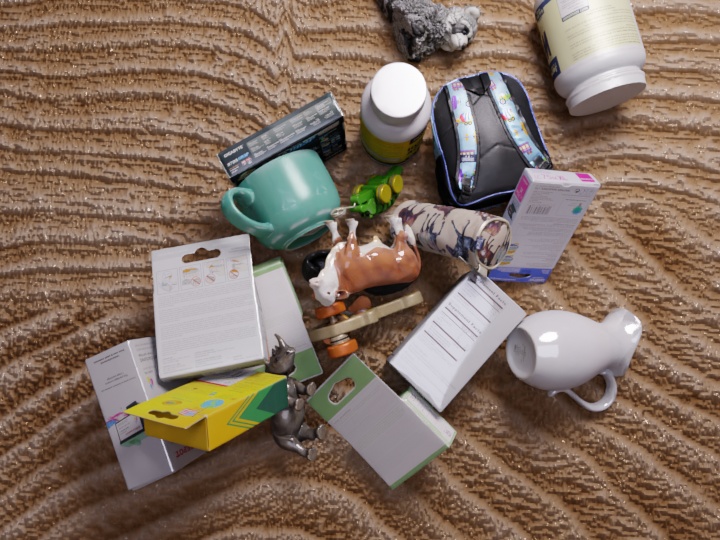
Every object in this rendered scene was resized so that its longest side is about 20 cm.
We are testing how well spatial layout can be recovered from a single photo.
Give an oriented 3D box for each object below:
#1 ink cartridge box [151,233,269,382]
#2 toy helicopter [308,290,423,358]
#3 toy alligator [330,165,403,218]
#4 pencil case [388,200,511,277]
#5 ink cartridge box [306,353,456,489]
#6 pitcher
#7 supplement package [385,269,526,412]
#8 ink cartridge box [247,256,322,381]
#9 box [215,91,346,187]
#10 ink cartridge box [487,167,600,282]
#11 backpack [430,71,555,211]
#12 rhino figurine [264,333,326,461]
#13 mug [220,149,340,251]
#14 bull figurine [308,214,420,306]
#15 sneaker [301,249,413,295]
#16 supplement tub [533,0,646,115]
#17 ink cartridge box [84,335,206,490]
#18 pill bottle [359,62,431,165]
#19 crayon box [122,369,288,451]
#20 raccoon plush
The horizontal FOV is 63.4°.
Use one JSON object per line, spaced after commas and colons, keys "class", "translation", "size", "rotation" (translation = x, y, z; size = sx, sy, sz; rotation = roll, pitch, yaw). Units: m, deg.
{"class": "ink cartridge box", "translation": [-0.233, 0.057, 0.894], "size": [0.160, 0.050, 0.202], "rotation": [-10, 70, -1]}
{"class": "toy helicopter", "translation": [0.009, 0.075, 0.939], "size": [0.198, 0.132, 0.080], "rotation": [-18, 88, -20]}
{"class": "toy alligator", "translation": [0.017, -0.111, 0.952], "size": [0.059, 0.200, 0.055], "rotation": [6, 124, 36]}
{"class": "pencil case", "translation": [0.133, -0.056, 0.916], "size": [0.199, 0.078, 0.090], "rotation": [19, 68, 46]}
{"class": "ink cartridge box", "translation": [0.030, 0.229, 0.914], "size": [0.200, 0.048, 0.146], "rotation": [45, 122, 5]}
{"class": "pitcher", "translation": [0.333, 0.147, 0.921], "size": [0.198, 0.121, 0.174], "rotation": [-1, 99, -21]}
{"class": "supplement package", "translation": [0.147, 0.108, 0.929], "size": [0.109, 0.114, 0.200], "rotation": [43, 85, 4]}
{"class": "ink cartridge box", "translation": [-0.161, 0.098, 0.959], "size": [0.144, 0.048, 0.202], "rotation": [-21, 105, -2]}
{"class": "box", "translation": [-0.118, -0.191, 0.937], "size": [0.199, 0.159, 0.046], "rotation": [-30, 84, -2]}
{"class": "ink cartridge box", "translation": [0.279, -0.066, 0.926], "size": [0.118, 0.201, 0.042], "rotation": [2, 40, -16]}
{"class": "backpack", "translation": [0.198, -0.208, 0.950], "size": [0.181, 0.135, 0.202], "rotation": [-16, 84, -1]}
{"class": "rhino figurine", "translation": [-0.115, 0.196, 0.914], "size": [0.087, 0.060, 0.202], "rotation": [-1, 105, 37]}
{"class": "mug", "translation": [-0.122, -0.095, 0.926], "size": [0.184, 0.152, 0.115], "rotation": [-28, 84, -15]}
{"class": "bull figurine", "translation": [0.004, -0.018, 0.877], "size": [0.198, 0.065, 0.123], "rotation": [-9, 97, -31]}
{"class": "sneaker", "translation": [0.000, 0.000, 0.952], "size": [0.197, 0.091, 0.077], "rotation": [-1, 82, -1]}
{"class": "supplement tub", "translation": [0.380, -0.376, 0.963], "size": [0.143, 0.145, 0.202], "rotation": [-14, 84, -1]}
{"class": "ink cartridge box", "translation": [-0.317, 0.209, 0.898], "size": [0.083, 0.145, 0.202], "rotation": [-22, 85, 9]}
{"class": "pill bottle", "translation": [0.053, -0.245, 0.921], "size": [0.110, 0.200, 0.113], "rotation": [0, 84, 1]}
{"class": "crayon box", "translation": [-0.211, 0.194, 0.820], "size": [0.126, 0.199, 0.051], "rotation": [2, 99, 32]}
{"class": "raccoon plush", "translation": [0.119, -0.455, 1.002], "size": [0.133, 0.097, 0.202], "rotation": [-23, 84, -10]}
